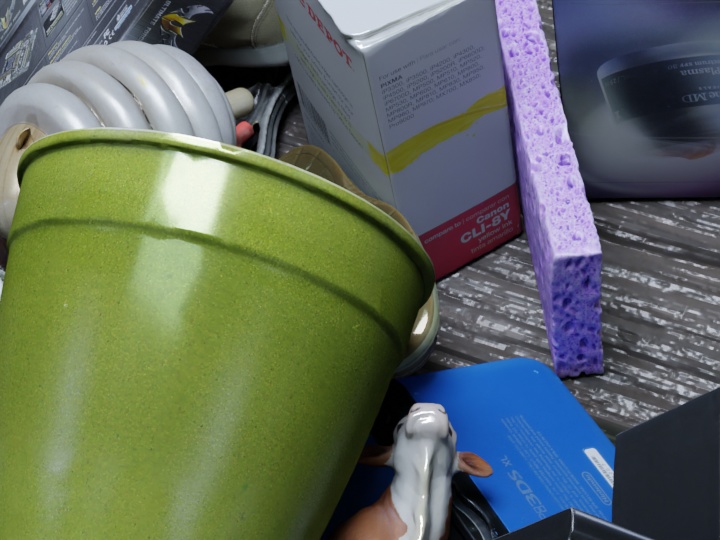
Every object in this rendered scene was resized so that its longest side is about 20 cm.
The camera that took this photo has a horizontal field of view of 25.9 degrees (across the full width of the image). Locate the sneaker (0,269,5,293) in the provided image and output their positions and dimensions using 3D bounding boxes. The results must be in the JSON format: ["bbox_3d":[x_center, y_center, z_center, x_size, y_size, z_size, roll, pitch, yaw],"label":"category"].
[{"bbox_3d":[-0.215,0.025,0.853,0.198,0.081,0.071,6,40,-19],"label":"sneaker"}]

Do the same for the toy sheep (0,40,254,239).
[{"bbox_3d":[-0.130,-0.064,0.882,0.137,0.139,0.199,26,33,28],"label":"toy sheep"}]

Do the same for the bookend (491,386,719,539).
[{"bbox_3d":[0.134,0.132,0.667,0.197,0.092,0.202,24,57,-24],"label":"bookend"}]

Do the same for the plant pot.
[{"bbox_3d":[-0.083,0.070,0.691,0.198,0.201,0.195,8,69,18],"label":"plant pot"}]

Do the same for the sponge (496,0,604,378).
[{"bbox_3d":[0.105,-0.052,0.883,0.029,0.112,0.202,-9,52,3],"label":"sponge"}]

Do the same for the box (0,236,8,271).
[{"bbox_3d":[-0.287,0.005,0.919,0.198,0.100,0.076,-21,51,6],"label":"box"}]

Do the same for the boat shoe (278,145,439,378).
[{"bbox_3d":[-0.002,0.001,0.866,0.073,0.063,0.201,-39,38,-3],"label":"boat shoe"}]

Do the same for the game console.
[{"bbox_3d":[0.061,0.159,0.791,0.169,0.119,0.201,-6,44,-34],"label":"game console"}]

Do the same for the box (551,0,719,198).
[{"bbox_3d":[0.211,-0.145,0.875,0.197,0.199,0.124,0,55,12],"label":"box"}]

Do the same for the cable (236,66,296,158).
[{"bbox_3d":[-0.070,-0.109,1.000,0.096,0.051,0.201,19,60,39],"label":"cable"}]

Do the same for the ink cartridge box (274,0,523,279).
[{"bbox_3d":[0.018,-0.112,0.891,0.083,0.201,0.146,-26,52,-9],"label":"ink cartridge box"}]

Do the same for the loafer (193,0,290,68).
[{"bbox_3d":[-0.104,-0.173,1.022,0.198,0.070,0.075,-1,37,34],"label":"loafer"}]

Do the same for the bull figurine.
[{"bbox_3d":[-0.005,0.157,0.716,0.065,0.201,0.122,31,18,-5],"label":"bull figurine"}]

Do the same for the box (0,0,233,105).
[{"bbox_3d":[-0.169,-0.157,0.993,0.200,0.048,0.159,-47,44,27],"label":"box"}]
